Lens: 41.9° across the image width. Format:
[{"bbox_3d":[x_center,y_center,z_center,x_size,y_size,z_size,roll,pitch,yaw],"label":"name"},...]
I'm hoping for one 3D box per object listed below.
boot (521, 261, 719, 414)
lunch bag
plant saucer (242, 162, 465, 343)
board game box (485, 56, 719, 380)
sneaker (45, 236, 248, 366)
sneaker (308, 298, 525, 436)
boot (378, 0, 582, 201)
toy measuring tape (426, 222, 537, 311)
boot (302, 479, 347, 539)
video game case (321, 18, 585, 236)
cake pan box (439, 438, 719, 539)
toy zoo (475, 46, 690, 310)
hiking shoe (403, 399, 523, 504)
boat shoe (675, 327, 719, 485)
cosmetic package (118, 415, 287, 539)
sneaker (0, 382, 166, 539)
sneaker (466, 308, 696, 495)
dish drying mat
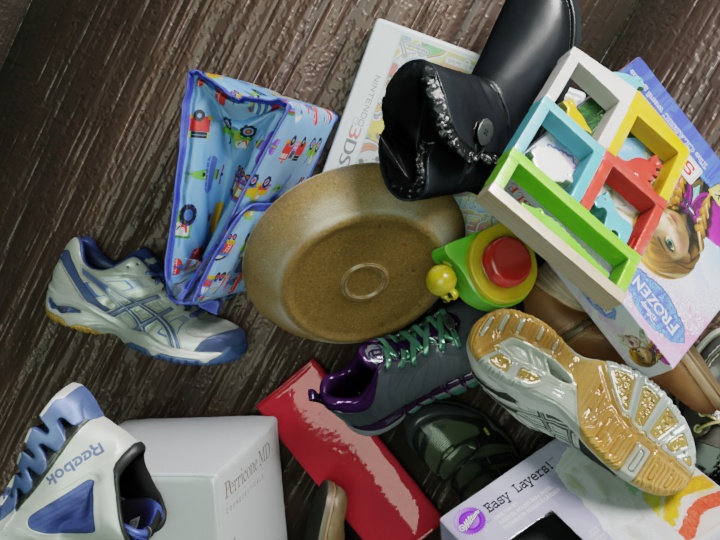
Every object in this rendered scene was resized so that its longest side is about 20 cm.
[{"bbox_3d":[0.204,0.089,0.830,0.200,0.074,0.155,46,106,19],"label":"boot"},{"bbox_3d":[-0.109,-0.058,0.813,0.094,0.151,0.201,21,101,10],"label":"lunch bag"},{"bbox_3d":[0.000,0.000,0.806,0.199,0.036,0.201,-9,133,-10],"label":"plant saucer"},{"bbox_3d":[0.229,-0.049,0.769,0.199,0.041,0.200,-40,92,-33],"label":"board game box"},{"bbox_3d":[-0.196,0.026,0.874,0.199,0.075,0.089,16,98,4],"label":"sneaker"},{"bbox_3d":[0.050,0.075,0.820,0.200,0.087,0.075,-39,52,14],"label":"sneaker"},{"bbox_3d":[0.095,-0.149,0.745,0.076,0.168,0.201,20,103,36],"label":"boot"},{"bbox_3d":[0.142,-0.014,0.800,0.199,0.074,0.074,-22,94,-25],"label":"toy measuring tape"},{"bbox_3d":[-0.021,0.292,0.893,0.075,0.074,0.201,4,106,-5],"label":"boot"},{"bbox_3d":[0.077,-0.107,0.851,0.199,0.023,0.183,21,99,4],"label":"video game case"},{"bbox_3d":[0.185,0.213,0.717,0.199,0.184,0.052,-28,131,-19],"label":"cake pan box"},{"bbox_3d":[0.181,-0.084,0.721,0.131,0.020,0.200,39,59,-8],"label":"toy zoo"},{"bbox_3d":[0.121,0.193,0.841,0.200,0.101,0.076,40,99,1],"label":"hiking shoe"},{"bbox_3d":[0.311,0.152,0.834,0.071,0.061,0.202,14,98,6],"label":"boat shoe"},{"bbox_3d":[-0.167,0.251,0.844,0.165,0.167,0.201,-3,97,13],"label":"cosmetic package"},{"bbox_3d":[-0.219,0.200,0.722,0.115,0.081,0.200,28,100,11],"label":"sneaker"},{"bbox_3d":[0.173,0.106,0.752,0.200,0.088,0.076,38,71,15],"label":"sneaker"},{"bbox_3d":[-0.010,0.183,0.899,0.077,0.018,0.200,-39,90,9],"label":"dish drying mat"}]
